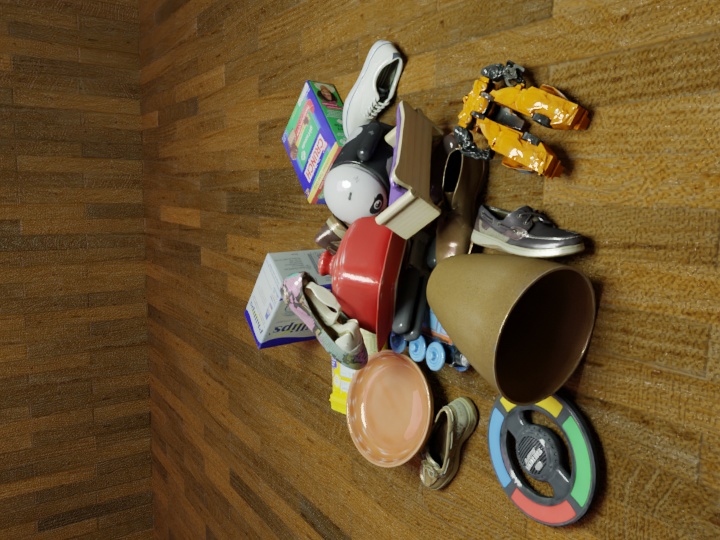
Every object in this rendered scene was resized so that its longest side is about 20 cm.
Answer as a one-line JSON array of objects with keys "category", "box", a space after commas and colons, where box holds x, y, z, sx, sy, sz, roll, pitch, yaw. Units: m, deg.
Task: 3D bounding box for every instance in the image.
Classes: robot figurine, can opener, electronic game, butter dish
[{"category": "robot figurine", "box": [0.217, -0.211, 0.872, 0.200, 0.057, 0.147, 43, 112, 46]}, {"category": "can opener", "box": [0.098, 0.017, 1.010, 0.066, 0.052, 0.203, -21, 42, 49]}, {"category": "robot figurine", "box": [0.014, -0.174, 1.088, 0.123, 0.151, 0.202, -7, 44, 41]}, {"category": "electronic game", "box": [0.258, 0.264, 0.889, 0.198, 0.041, 0.205, 8, 100, 56]}, {"category": "butter dish", "box": [0.000, 0.000, 1.031, 0.202, 0.144, 0.202, 89, -167, -54]}]

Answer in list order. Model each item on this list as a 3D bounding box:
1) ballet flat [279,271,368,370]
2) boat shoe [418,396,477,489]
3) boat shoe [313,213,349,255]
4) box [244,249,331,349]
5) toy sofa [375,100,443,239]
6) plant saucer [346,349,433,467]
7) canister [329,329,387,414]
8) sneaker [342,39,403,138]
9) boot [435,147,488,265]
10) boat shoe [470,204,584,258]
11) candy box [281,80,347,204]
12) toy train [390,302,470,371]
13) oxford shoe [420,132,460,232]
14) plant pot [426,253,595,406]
[{"category": "ballet flat", "box": [-0.046, 0.081, 0.985, 0.200, 0.069, 0.071, 48, 136, -12]}, {"category": "boat shoe", "box": [0.136, 0.301, 1.060, 0.073, 0.062, 0.204, 45, 129, 44]}, {"category": "boat shoe", "box": [-0.017, -0.023, 1.148, 0.072, 0.200, 0.072, -44, 48, 4]}, {"category": "box", "box": [-0.135, 0.060, 1.343, 0.106, 0.181, 0.202, 59, 139, 31]}, {"category": "toy sofa", "box": [0.067, -0.160, 0.954, 0.082, 0.097, 0.203, -35, 35, 40]}, {"category": "plant saucer", "box": [0.055, 0.246, 1.103, 0.198, 0.037, 0.205, -13, 72, 42]}, {"category": "canister", "box": [-0.002, 0.181, 1.241, 0.147, 0.085, 0.205, 0, 92, 56]}, {"category": "sneaker", "box": [0.021, -0.327, 1.161, 0.071, 0.072, 0.203, 57, 137, 43]}, {"category": "boot", "box": [0.144, -0.091, 0.962, 0.073, 0.075, 0.205, 13, 96, 35]}, {"category": "boat shoe", "box": [0.230, -0.059, 0.874, 0.199, 0.071, 0.066, 19, 114, 61]}, {"category": "candy box", "box": [-0.085, -0.274, 1.327, 0.170, 0.076, 0.203, -55, 50, 43]}, {"category": "toy train", "box": [0.124, 0.098, 1.045, 0.199, 0.085, 0.117, 17, 98, 57]}, {"category": "oxford shoe", "box": [0.112, -0.144, 1.041, 0.072, 0.071, 0.202, 58, 137, 38]}, {"category": "plant pot", "box": [0.186, 0.055, 0.852, 0.199, 0.183, 0.191, 30, 118, 53]}]
